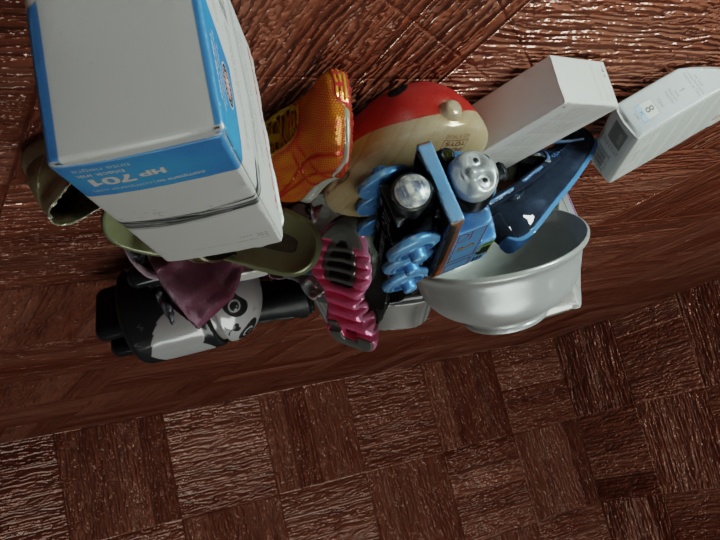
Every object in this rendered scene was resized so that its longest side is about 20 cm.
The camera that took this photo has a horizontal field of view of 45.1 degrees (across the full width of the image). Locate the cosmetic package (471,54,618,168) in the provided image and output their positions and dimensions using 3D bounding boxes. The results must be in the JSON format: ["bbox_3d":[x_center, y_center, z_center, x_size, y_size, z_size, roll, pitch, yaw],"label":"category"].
[{"bbox_3d":[0.135,-0.135,0.826,0.082,0.051,0.200,-8,168,-41],"label":"cosmetic package"}]

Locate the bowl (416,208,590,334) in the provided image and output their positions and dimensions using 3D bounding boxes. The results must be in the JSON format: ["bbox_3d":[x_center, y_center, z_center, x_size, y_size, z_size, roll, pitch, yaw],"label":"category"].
[{"bbox_3d":[0.149,0.008,0.936,0.200,0.091,0.201,-11,-160,4],"label":"bowl"}]

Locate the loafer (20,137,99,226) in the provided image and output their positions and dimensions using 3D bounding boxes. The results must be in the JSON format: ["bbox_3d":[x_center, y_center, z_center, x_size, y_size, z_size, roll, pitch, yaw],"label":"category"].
[{"bbox_3d":[-0.170,-0.088,0.651,0.200,0.069,0.076,-21,166,29],"label":"loafer"}]

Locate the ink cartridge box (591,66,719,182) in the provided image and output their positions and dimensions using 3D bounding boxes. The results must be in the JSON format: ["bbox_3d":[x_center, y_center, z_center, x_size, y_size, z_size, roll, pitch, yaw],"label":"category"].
[{"bbox_3d":[0.350,-0.181,0.924,0.200,0.047,0.160,-32,168,-1],"label":"ink cartridge box"}]

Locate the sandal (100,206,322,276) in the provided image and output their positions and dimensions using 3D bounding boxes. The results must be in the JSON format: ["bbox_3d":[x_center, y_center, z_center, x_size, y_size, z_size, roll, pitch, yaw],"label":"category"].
[{"bbox_3d":[-0.133,-0.040,0.781,0.200,0.080,0.057,9,-167,-4],"label":"sandal"}]

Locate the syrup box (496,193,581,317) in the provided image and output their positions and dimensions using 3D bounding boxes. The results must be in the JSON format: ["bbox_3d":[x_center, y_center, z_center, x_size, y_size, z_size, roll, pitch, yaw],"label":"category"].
[{"bbox_3d":[0.228,-0.030,1.093,0.079,0.082,0.200,-19,-154,25],"label":"syrup box"}]

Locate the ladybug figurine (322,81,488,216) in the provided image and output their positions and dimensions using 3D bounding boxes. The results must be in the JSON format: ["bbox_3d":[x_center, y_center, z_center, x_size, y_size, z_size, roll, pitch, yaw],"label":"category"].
[{"bbox_3d":[0.034,-0.109,0.776,0.135,0.072,0.200,-8,166,-30],"label":"ladybug figurine"}]

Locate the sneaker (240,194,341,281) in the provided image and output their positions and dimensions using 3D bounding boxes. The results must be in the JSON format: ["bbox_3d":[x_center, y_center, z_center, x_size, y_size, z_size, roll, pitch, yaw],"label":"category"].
[{"bbox_3d":[-0.105,-0.017,1.009,0.199,0.081,0.147,-18,163,-12],"label":"sneaker"}]

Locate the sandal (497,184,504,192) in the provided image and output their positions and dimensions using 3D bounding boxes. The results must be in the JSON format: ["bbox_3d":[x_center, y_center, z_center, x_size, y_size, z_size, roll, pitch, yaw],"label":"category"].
[{"bbox_3d":[0.155,-0.069,1.105,0.054,0.080,0.200,-37,169,-15],"label":"sandal"}]

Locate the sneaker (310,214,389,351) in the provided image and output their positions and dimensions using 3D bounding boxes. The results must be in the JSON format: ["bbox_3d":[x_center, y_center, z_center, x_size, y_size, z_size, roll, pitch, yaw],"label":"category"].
[{"bbox_3d":[0.000,0.000,0.979,0.079,0.095,0.200,22,144,21],"label":"sneaker"}]

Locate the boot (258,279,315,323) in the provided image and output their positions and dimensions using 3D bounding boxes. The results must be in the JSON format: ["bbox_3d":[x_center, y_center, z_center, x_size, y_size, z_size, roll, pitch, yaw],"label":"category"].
[{"bbox_3d":[-0.152,0.040,1.225,0.167,0.077,0.200,-11,175,1],"label":"boot"}]

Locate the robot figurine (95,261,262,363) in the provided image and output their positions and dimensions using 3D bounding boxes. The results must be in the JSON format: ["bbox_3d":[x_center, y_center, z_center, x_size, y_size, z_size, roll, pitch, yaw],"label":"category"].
[{"bbox_3d":[-0.218,0.043,1.054,0.199,0.125,0.150,-15,-176,5],"label":"robot figurine"}]

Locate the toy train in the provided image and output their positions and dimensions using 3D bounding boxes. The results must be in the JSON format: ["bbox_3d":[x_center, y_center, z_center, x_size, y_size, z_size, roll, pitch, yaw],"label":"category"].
[{"bbox_3d":[0.060,-0.046,0.734,0.114,0.087,0.200,-23,167,-7],"label":"toy train"}]

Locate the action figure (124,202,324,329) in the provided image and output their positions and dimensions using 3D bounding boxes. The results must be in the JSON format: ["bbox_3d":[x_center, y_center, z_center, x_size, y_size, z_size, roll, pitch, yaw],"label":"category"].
[{"bbox_3d":[-0.125,-0.023,0.890,0.200,0.134,0.149,-30,-159,-19],"label":"action figure"}]

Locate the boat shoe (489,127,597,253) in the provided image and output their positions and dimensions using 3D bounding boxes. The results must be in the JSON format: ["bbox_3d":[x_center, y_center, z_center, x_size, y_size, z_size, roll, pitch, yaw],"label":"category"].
[{"bbox_3d":[0.186,-0.103,0.901,0.200,0.069,0.084,-47,177,-43],"label":"boat shoe"}]

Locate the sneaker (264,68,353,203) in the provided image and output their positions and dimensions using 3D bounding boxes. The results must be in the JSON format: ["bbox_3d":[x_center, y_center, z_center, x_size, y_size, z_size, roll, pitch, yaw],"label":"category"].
[{"bbox_3d":[-0.055,-0.102,0.722,0.077,0.073,0.200,2,160,-20],"label":"sneaker"}]

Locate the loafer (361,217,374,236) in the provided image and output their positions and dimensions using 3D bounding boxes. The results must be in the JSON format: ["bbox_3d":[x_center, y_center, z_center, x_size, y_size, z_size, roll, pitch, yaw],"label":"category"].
[{"bbox_3d":[0.034,-0.067,0.956,0.063,0.072,0.200,16,175,-21],"label":"loafer"}]

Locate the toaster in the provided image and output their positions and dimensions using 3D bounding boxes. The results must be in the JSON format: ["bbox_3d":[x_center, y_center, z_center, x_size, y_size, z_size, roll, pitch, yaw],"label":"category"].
[{"bbox_3d":[0.010,0.014,1.137,0.199,0.114,0.129,-2,155,4],"label":"toaster"}]

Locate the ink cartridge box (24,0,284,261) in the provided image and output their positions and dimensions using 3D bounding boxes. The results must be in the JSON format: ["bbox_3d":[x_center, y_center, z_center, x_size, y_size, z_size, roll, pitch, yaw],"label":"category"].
[{"bbox_3d":[-0.105,-0.100,0.481,0.086,0.147,0.200,-12,168,-1],"label":"ink cartridge box"}]
